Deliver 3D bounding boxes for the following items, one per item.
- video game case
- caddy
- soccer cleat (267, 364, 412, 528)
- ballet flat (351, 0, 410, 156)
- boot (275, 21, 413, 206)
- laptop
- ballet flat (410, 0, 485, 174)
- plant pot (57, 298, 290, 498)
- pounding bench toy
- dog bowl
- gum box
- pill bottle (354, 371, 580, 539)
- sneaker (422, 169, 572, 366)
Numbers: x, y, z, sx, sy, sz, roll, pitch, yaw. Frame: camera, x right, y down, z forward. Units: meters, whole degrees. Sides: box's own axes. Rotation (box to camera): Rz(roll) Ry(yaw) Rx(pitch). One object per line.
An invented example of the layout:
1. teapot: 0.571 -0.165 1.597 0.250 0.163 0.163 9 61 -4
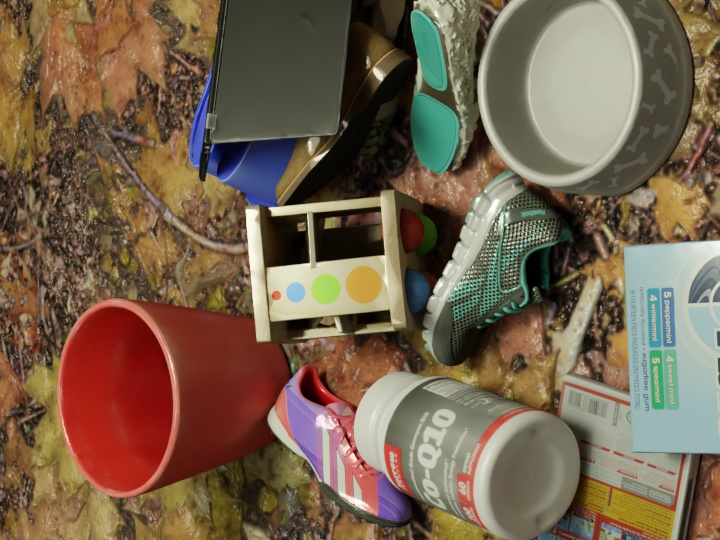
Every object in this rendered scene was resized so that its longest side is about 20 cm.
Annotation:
1. video game case: 0.218 0.202 1.500 0.143 0.017 0.200 18 104 43
2. caddy: -0.082 -0.156 1.718 0.141 0.105 0.200 31 102 56
3. soccer cleat: -0.015 0.172 1.699 0.200 0.068 0.073 42 116 38
4. ballet flat: 0.013 -0.205 1.638 0.074 0.074 0.200 10 101 44
5. boot: -0.031 -0.143 1.616 0.075 0.074 0.200 43 120 13
6. laptop: -0.079 -0.191 1.622 0.200 0.116 0.188 120 158 -74
7. ballet flat: 0.085 -0.169 1.562 0.072 0.072 0.200 46 155 33
8. plant pot: -0.181 0.122 1.780 0.200 0.177 0.201 4 95 44
9. pounding bench toy: 0.000 0.000 1.641 0.156 0.200 0.124 -6 86 13
10. dog bowl: 0.183 -0.159 1.488 0.200 0.059 0.200 4 96 45
11. gum box: 0.305 0.059 1.375 0.200 0.045 0.170 -3 88 39
12. pill bottle: 0.088 0.158 1.549 0.200 0.114 0.114 16 104 53
13. sneaker: 0.121 0.014 1.551 0.091 0.078 0.200 35 125 22
